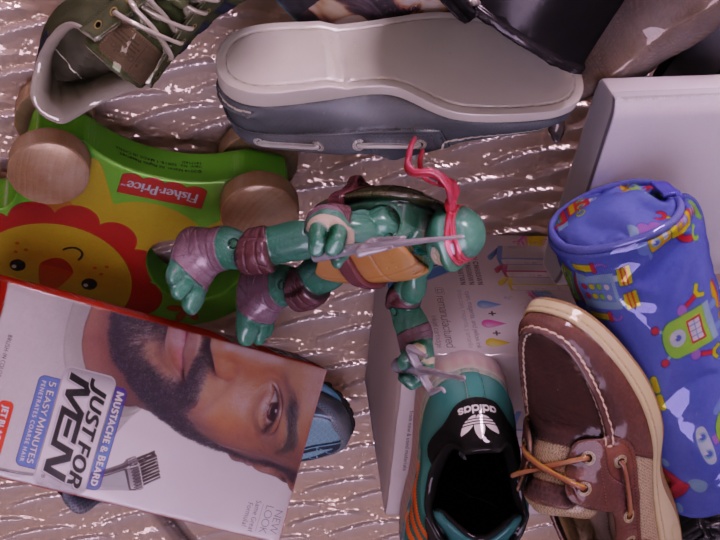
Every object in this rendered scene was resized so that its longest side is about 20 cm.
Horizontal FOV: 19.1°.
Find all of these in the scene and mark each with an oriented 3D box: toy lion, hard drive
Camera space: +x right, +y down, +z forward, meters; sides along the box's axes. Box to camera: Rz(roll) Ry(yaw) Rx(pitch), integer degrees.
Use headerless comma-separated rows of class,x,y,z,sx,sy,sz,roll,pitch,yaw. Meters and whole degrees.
toy lion,-0.152,-0.014,1.275,0.199,0.069,0.192,11,131,-14
hard drive,0.213,-0.054,1.226,0.199,0.027,0.133,-4,131,-21

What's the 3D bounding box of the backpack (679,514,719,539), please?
backpack,0.249,0.200,1.412,0.200,0.151,0.177,38,117,-20

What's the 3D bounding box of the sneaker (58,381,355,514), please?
sneaker,-0.100,0.120,1.350,0.198,0.096,0.080,-5,131,-1

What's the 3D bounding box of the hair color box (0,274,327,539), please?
hair color box,-0.132,0.081,1.257,0.199,0.064,0.112,15,90,-21

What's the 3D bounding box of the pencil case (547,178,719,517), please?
pencil case,0.174,0.042,1.184,0.086,0.078,0.201,-29,118,-6

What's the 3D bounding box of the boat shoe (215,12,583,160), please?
boat shoe,0.020,-0.095,1.168,0.198,0.073,0.062,2,142,-1

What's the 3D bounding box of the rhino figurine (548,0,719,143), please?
rhino figurine,0.147,-0.139,1.194,0.199,0.088,0.060,-35,121,19

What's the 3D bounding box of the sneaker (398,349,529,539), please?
sneaker,0.060,0.148,1.236,0.071,0.080,0.201,-5,126,-2

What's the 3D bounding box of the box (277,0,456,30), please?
box,-0.028,-0.192,1.160,0.082,0.049,0.200,-35,122,18

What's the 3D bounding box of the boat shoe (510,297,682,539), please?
boat shoe,0.121,0.108,1.171,0.072,0.072,0.201,14,135,39

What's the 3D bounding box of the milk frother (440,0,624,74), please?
milk frother,0.097,-0.210,1.054,0.180,0.200,0.189,31,105,-14

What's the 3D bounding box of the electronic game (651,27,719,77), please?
electronic game,0.257,-0.091,1.268,0.198,0.042,0.201,-8,131,-9

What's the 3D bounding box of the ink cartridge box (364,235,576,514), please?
ink cartridge box,0.111,0.062,1.312,0.198,0.129,0.126,0,126,-7

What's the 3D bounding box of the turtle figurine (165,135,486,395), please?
turtle figurine,0.000,0.000,1.173,0.199,0.101,0.150,-6,137,34

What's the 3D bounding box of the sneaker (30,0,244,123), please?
sneaker,-0.104,-0.135,1.125,0.200,0.090,0.067,-23,126,42
